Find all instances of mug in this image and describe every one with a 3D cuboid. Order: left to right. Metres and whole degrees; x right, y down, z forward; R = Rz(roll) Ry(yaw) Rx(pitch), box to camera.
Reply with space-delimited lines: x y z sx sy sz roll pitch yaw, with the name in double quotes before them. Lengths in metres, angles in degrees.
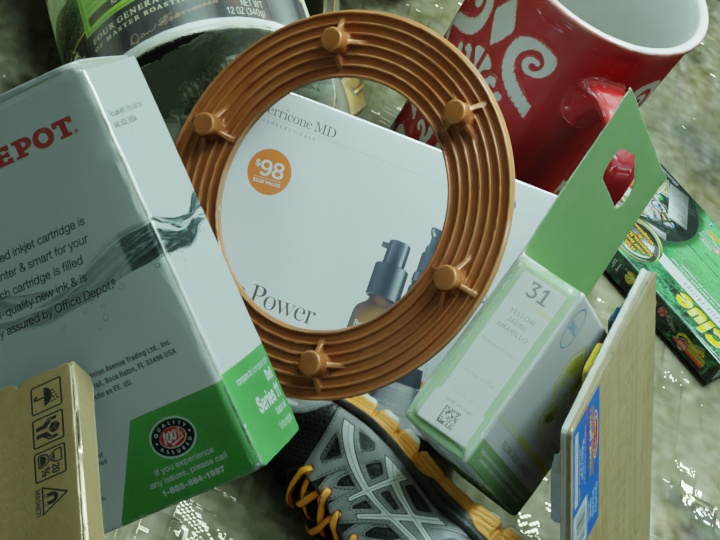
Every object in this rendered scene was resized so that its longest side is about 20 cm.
"mug" 0.092 -0.096 1.461 0.133 0.200 0.178 31 39 -6

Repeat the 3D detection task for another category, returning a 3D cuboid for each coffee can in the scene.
"coffee can" -0.108 -0.158 1.420 0.145 0.147 0.201 7 47 -31

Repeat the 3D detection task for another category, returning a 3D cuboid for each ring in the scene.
"ring" -0.017 -0.035 1.252 0.201 0.200 0.019 55 15 23

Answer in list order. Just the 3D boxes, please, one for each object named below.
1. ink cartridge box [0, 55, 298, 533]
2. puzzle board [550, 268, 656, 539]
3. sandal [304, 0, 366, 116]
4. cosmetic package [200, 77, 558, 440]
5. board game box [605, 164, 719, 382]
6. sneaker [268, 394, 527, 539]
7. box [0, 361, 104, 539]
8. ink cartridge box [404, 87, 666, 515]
"ink cartridge box" -0.137 0.018 1.155 0.201 0.146 0.083 67 15 -4
"puzzle board" 0.124 0.121 1.286 0.017 0.201 0.151 10 34 20
"sandal" -0.024 -0.094 1.479 0.054 0.080 0.201 26 38 -35
"cosmetic package" 0.000 0.000 1.343 0.199 0.052 0.152 20 86 -18
"board game box" 0.188 -0.021 1.596 0.104 0.024 0.200 -19 63 -48
"sneaker" 0.007 0.130 1.274 0.200 0.078 0.077 38 58 14
"box" -0.181 0.149 1.061 0.021 0.163 0.201 50 22 -45
"ink cartridge box" 0.108 0.021 1.281 0.048 0.200 0.146 35 -6 21
